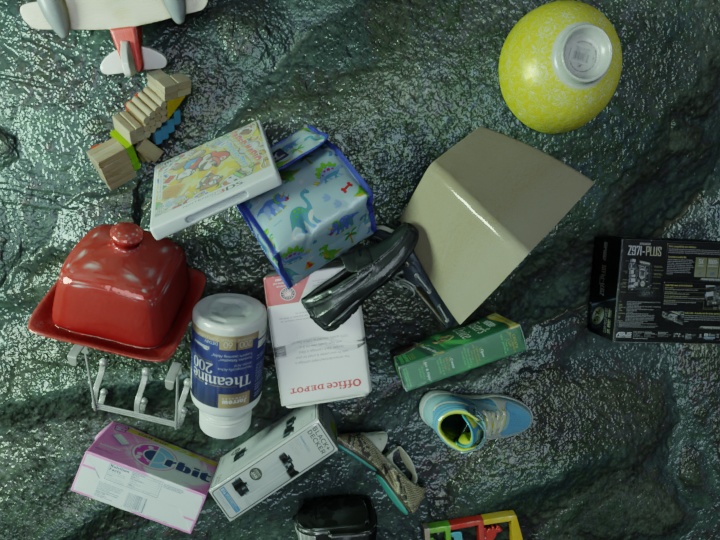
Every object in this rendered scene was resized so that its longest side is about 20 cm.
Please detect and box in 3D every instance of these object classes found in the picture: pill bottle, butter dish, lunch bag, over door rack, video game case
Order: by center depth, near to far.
[{"bbox_3d":[-0.325,0.001,0.783,0.196,0.201,0.150,15,128,-7],"label":"butter dish"},{"bbox_3d":[-0.209,-0.137,0.800,0.179,0.201,0.023,-24,127,-1],"label":"video game case"},{"bbox_3d":[-0.094,-0.111,0.829,0.168,0.128,0.201,-31,62,-11],"label":"lunch bag"},{"bbox_3d":[-0.330,0.164,0.838,0.145,0.201,0.068,14,54,-5],"label":"over door rack"},{"bbox_3d":[-0.202,0.147,0.858,0.108,0.111,0.204,6,112,-6],"label":"pill bottle"}]

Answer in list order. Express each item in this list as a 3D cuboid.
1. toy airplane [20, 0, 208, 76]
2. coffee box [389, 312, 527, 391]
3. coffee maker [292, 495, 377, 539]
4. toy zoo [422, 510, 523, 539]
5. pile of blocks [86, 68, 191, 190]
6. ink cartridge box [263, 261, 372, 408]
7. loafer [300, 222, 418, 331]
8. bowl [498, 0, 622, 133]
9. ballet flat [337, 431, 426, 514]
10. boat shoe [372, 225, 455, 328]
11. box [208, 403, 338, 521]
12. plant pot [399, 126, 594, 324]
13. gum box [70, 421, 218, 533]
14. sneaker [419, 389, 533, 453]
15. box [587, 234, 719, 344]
[{"bbox_3d":[-0.340,-0.373,0.781,0.198,0.141,0.201,38,92,-9],"label":"toy airplane"},{"bbox_3d":[0.149,0.125,0.895,0.196,0.123,0.045,-18,95,-1],"label":"coffee box"},{"bbox_3d":[-0.017,0.487,0.931,0.188,0.134,0.205,-3,99,-28],"label":"coffee maker"},{"bbox_3d":[0.211,0.497,0.993,0.195,0.020,0.134,-7,97,-5],"label":"toy zoo"},{"bbox_3d":[-0.330,-0.217,0.846,0.062,0.082,0.201,39,87,22],"label":"pile of blocks"},{"bbox_3d":[-0.066,0.096,0.890,0.143,0.083,0.205,-7,97,-4],"label":"ink cartridge box"},{"bbox_3d":[0.000,0.000,0.808,0.200,0.068,0.070,-43,105,4],"label":"loafer"},{"bbox_3d":[0.322,-0.320,0.864,0.195,0.108,0.205,-1,96,-5],"label":"bowl"},{"bbox_3d":[0.038,0.318,0.942,0.200,0.068,0.076,47,69,-14],"label":"ballet flat"},{"bbox_3d":[0.087,0.012,0.902,0.200,0.075,0.062,44,80,-17],"label":"boat shoe"},{"bbox_3d":[-0.132,0.289,0.890,0.198,0.117,0.061,-34,98,-1],"label":"box"},{"bbox_3d":[0.175,-0.082,0.818,0.177,0.201,0.199,45,58,10],"label":"plant pot"},{"bbox_3d":[-0.332,0.315,0.876,0.197,0.114,0.067,24,94,-8],"label":"gum box"},{"bbox_3d":[0.200,0.250,0.908,0.195,0.131,0.082,4,95,-6],"label":"sneaker"},{"bbox_3d":[0.491,0.030,0.931,0.195,0.086,0.168,1,97,-6],"label":"box"}]
